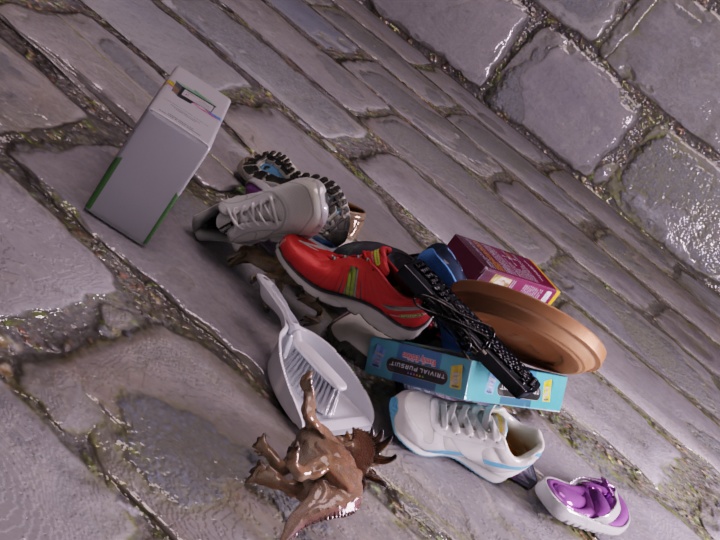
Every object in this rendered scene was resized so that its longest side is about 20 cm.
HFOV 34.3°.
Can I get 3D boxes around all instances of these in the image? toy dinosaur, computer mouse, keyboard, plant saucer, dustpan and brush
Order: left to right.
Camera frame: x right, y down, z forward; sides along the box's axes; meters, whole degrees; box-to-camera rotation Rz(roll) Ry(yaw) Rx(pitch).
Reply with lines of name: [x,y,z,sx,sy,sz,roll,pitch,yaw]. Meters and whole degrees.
dustpan and brush: [-0.066,0.087,1.269,0.200,0.057,0.139,47,22,26]
toy dinosaur: [-0.061,0.010,1.397,0.199,0.058,0.101,13,46,-11]
toy dinosaur: [-0.026,0.189,1.087,0.135,0.086,0.200,38,24,-18]
computer mouse: [0.014,-0.015,1.547,0.138,0.053,0.200,1,5,25]
keyboard: [0.127,0.058,1.288,0.200,0.040,0.104,45,23,8]
plant saucer: [0.192,0.073,1.382,0.200,0.032,0.200,25,-14,7]

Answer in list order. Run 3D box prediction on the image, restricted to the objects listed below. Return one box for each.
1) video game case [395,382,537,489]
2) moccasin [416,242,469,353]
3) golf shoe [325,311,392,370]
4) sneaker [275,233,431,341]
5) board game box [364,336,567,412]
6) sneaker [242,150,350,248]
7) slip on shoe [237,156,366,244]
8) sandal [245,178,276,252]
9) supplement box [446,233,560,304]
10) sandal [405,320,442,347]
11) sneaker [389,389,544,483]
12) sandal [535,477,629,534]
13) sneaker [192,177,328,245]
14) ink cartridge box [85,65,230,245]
video game case: [0.128,0.182,1.456,0.200,0.019,0.143,33,20,-16]
moccasin: [0.139,0.054,1.525,0.068,0.080,0.201,-48,122,-58]
golf shoe: [0.018,0.058,1.444,0.077,0.088,0.200,39,21,1]
sneaker: [0.000,0.000,1.348,0.200,0.085,0.077,27,31,-5]
board game box: [0.127,0.124,1.385,0.151,0.047,0.200,11,-1,43]
sneaker: [-0.080,-0.085,1.582,0.078,0.090,0.200,-31,48,-22]
slip on shoe: [-0.083,-0.111,1.685,0.200,0.061,0.076,36,18,-5]
sandal: [-0.110,-0.048,1.507,0.050,0.083,0.203,-25,51,-19]
supplement box: [0.195,0.029,1.776,0.200,0.110,0.086,16,28,-46]
sandal: [0.109,0.087,1.594,0.075,0.045,0.200,47,21,21]
sneaker: [0.120,0.178,1.331,0.200,0.081,0.077,24,48,-30]
sandal: [0.288,0.281,1.433,0.202,0.050,0.083,14,33,-53]
sneaker: [-0.119,-0.063,1.382,0.081,0.200,0.075,-9,88,-48]
ink cartridge box: [-0.233,-0.140,1.368,0.084,0.145,0.200,33,20,-12]
